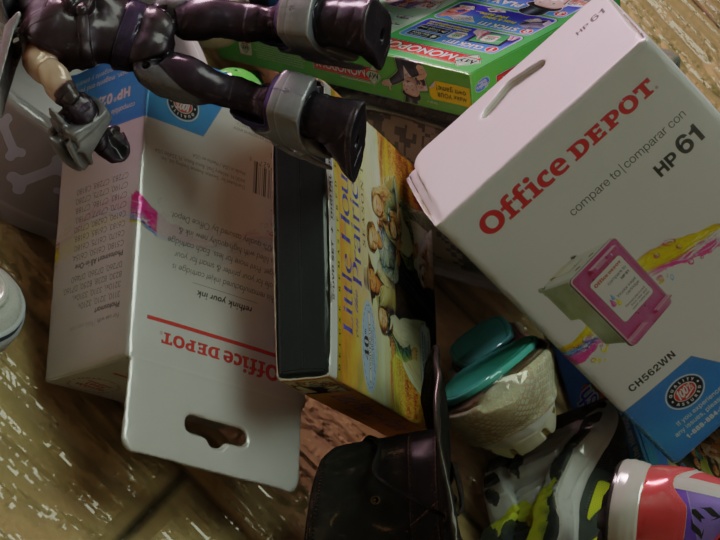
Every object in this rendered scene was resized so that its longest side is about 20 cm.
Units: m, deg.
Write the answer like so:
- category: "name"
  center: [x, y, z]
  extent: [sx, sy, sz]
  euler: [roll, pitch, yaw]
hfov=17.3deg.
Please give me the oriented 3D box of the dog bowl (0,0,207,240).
- category: "dog bowl"
  center: [-0.163, -0.109, 1.245]
  extent: [0.200, 0.059, 0.200]
  euler: [28, 36, -23]

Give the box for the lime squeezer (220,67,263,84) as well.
- category: "lime squeezer"
  center: [-0.070, -0.065, 1.308]
  extent: [0.038, 0.071, 0.200]
  euler: [1, 44, -4]

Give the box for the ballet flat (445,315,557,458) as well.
- category: "ballet flat"
  center: [0.082, 0.067, 1.266]
  extent: [0.062, 0.067, 0.200]
  euler: [58, 8, -5]

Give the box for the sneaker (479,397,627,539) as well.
- category: "sneaker"
  center: [0.109, 0.144, 1.272]
  extent: [0.085, 0.074, 0.200]
  euler: [57, 30, -17]

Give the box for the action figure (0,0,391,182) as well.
- category: "action figure"
  center: [-0.091, -0.103, 1.089]
  extent: [0.200, 0.130, 0.069]
  euler: [15, -10, 9]

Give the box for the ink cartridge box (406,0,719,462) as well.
- category: "ink cartridge box"
  center: [0.144, -0.021, 1.235]
  extent: [0.200, 0.145, 0.085]
  euler: [44, 9, -22]

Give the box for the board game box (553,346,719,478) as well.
- category: "board game box"
  center: [0.199, 0.110, 1.414]
  extent: [0.152, 0.045, 0.200]
  euler: [20, 40, -34]

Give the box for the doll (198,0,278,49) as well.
- category: "doll"
  center: [-0.008, -0.169, 1.349]
  extent: [0.136, 0.200, 0.049]
  euler: [-145, -145, -71]

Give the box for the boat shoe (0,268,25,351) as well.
- category: "boat shoe"
  center: [-0.226, -0.020, 1.054]
  extent: [0.202, 0.086, 0.075]
  euler: [21, 40, -31]

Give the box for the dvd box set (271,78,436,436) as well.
- category: "dvd box set"
  center: [0.000, 0.000, 1.198]
  extent: [0.200, 0.029, 0.147]
  euler: [38, 49, -69]

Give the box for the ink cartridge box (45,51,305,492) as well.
- category: "ink cartridge box"
  center: [-0.086, 0.006, 1.152]
  extent: [0.115, 0.068, 0.200]
  euler: [20, 64, -41]

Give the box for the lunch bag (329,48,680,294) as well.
- category: "lunch bag"
  center: [0.066, -0.076, 1.397]
  extent: [0.200, 0.118, 0.164]
  euler: [16, 33, 17]

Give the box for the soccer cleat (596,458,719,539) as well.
- category: "soccer cleat"
  center: [0.166, 0.176, 1.194]
  extent: [0.068, 0.073, 0.200]
  euler: [-66, 153, -44]

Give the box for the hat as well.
- category: "hat"
  center: [0.013, 0.139, 1.130]
  extent: [0.081, 0.201, 0.201]
  euler: [-6, 47, -2]

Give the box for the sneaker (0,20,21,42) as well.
- category: "sneaker"
  center: [-0.145, -0.176, 1.205]
  extent: [0.078, 0.086, 0.200]
  euler: [40, 34, -9]

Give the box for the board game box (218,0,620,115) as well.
- category: "board game box"
  center: [0.031, -0.141, 1.375]
  extent: [0.200, 0.029, 0.134]
  euler: [18, 36, 40]
